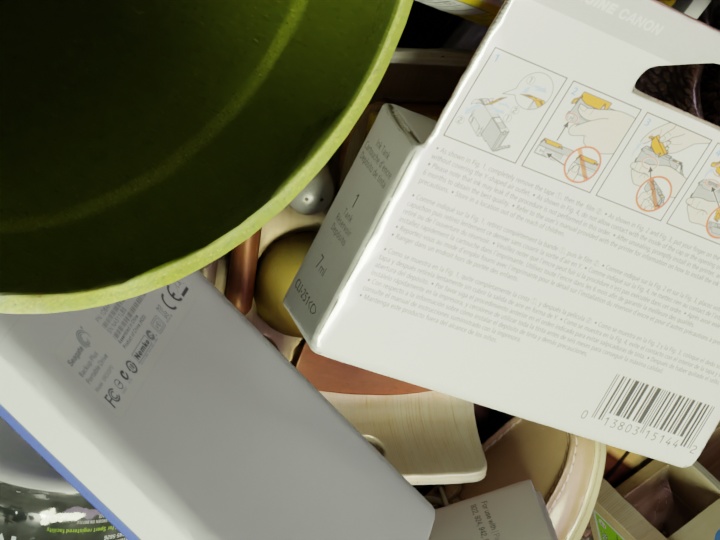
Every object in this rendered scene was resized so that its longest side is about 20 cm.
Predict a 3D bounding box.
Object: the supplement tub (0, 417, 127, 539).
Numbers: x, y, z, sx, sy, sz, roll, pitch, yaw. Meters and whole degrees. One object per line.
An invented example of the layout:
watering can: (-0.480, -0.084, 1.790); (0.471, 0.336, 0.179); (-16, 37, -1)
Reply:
supplement tub: (-0.137, 0.132, 0.764); (0.122, 0.123, 0.202); (-8, 127, -35)

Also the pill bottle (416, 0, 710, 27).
pill bottle: (0.044, -0.151, 0.702); (0.199, 0.111, 0.112); (11, 114, -45)

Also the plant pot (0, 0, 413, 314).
plant pot: (-0.114, -0.118, 0.522); (0.199, 0.192, 0.202); (-16, 120, -30)

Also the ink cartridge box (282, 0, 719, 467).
ink cartridge box: (0.094, -0.024, 0.751); (0.199, 0.045, 0.177); (19, 110, -30)

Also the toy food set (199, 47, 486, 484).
toy food set: (0.000, 0.000, 0.781); (0.142, 0.061, 0.202); (0, 118, -17)

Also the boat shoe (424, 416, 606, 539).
boat shoe: (0.052, 0.145, 0.970); (0.064, 0.071, 0.201); (18, 110, -47)

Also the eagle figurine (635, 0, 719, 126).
eagle figurine: (0.153, -0.071, 0.870); (0.152, 0.149, 0.203); (-32, 120, -80)

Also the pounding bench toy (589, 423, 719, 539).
pounding bench toy: (0.241, 0.179, 1.113); (0.155, 0.124, 0.201); (-33, 137, -15)

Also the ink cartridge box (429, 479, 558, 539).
ink cartridge box: (0.015, 0.206, 0.914); (0.198, 0.084, 0.147); (-18, 123, 0)

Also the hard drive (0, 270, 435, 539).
hard drive: (-0.058, 0.060, 0.698); (0.025, 0.132, 0.200); (-39, 102, 26)
